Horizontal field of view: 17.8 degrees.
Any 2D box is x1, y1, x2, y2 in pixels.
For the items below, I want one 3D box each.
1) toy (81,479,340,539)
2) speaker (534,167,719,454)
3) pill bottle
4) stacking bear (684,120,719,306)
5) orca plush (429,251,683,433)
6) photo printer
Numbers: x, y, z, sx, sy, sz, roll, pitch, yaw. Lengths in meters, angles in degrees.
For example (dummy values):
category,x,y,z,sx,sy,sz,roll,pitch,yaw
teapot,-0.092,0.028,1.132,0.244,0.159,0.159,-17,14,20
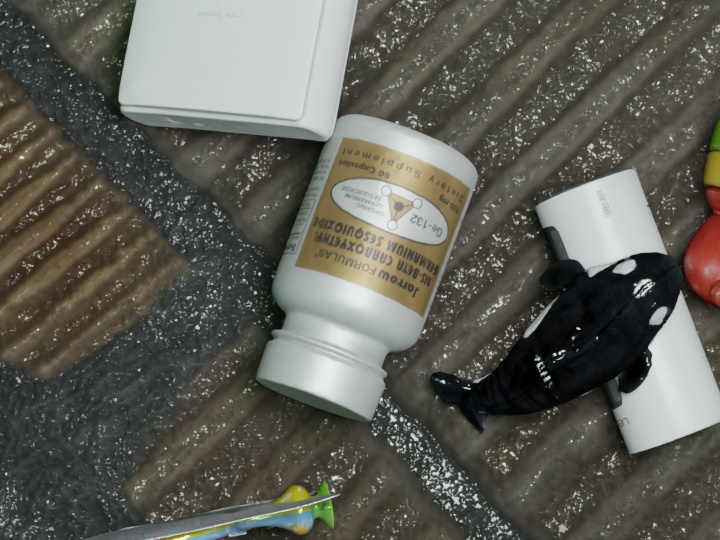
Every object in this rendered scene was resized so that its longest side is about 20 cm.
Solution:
category,x,y,z,sx,sy,sz,roll,pitch,yaw
toy,-0.113,0.194,1.615,0.199,0.115,0.047,-15,89,-8
speaker,0.200,0.031,1.689,0.081,0.081,0.201,-20,87,-9
pill bottle,0.000,0.000,1.652,0.114,0.114,0.201,21,81,-4
stacking bear,0.305,-0.063,1.697,0.113,0.121,0.201,24,88,-5
orca plush,0.135,0.051,1.637,0.200,0.071,0.106,-20,87,25
photo printer,-0.081,-0.200,1.662,0.166,0.069,0.201,7,81,25
